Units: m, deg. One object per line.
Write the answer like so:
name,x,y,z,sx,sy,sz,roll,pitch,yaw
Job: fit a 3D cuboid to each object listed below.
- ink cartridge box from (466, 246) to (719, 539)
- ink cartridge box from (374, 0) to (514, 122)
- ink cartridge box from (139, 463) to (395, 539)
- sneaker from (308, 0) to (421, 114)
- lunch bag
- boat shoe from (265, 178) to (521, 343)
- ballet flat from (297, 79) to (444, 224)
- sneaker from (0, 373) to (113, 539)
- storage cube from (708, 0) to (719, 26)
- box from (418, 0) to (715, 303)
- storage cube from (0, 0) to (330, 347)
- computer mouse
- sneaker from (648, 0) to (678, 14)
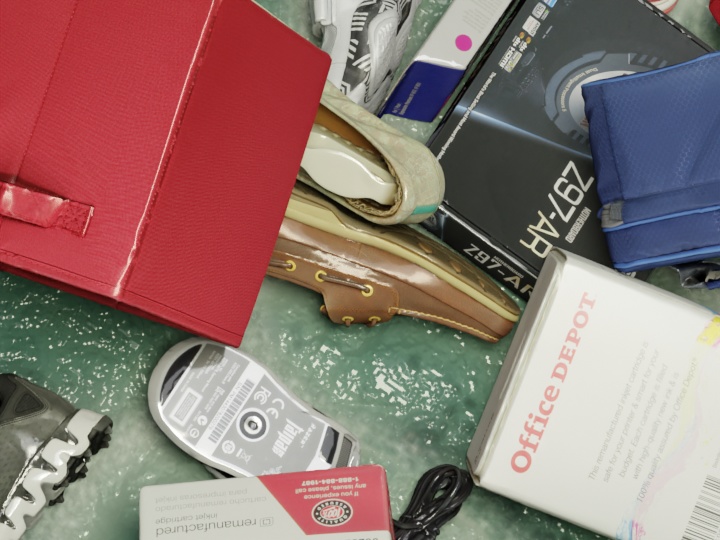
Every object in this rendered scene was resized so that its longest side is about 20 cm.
ink cartridge box,0.179,0.090,1.693,0.199,0.088,0.146,21,94,-5
ink cartridge box,0.069,-0.157,1.769,0.037,0.095,0.200,36,70,1
ink cartridge box,-0.047,0.215,1.569,0.144,0.084,0.201,-5,48,0
sneaker,-0.020,-0.183,1.774,0.114,0.075,0.201,20,81,9
lunch bag,0.226,-0.061,1.674,0.136,0.199,0.133,-9,87,-57
boat shoe,0.000,0.000,1.726,0.199,0.072,0.068,25,100,-9
ballet flat,-0.039,-0.088,1.704,0.199,0.062,0.068,28,113,18
sneaker,-0.233,0.139,1.633,0.090,0.067,0.200,36,66,4
storage cube,0.357,-0.162,1.764,0.170,0.180,0.201,-24,77,-34
box,0.136,-0.079,1.778,0.160,0.044,0.201,36,69,-4
storage cube,-0.143,-0.077,1.606,0.170,0.200,0.181,17,87,22
computer mouse,-0.039,0.111,1.692,0.199,0.044,0.110,37,74,-4
sneaker,0.160,-0.262,1.825,0.073,0.087,0.201,-24,79,-18
